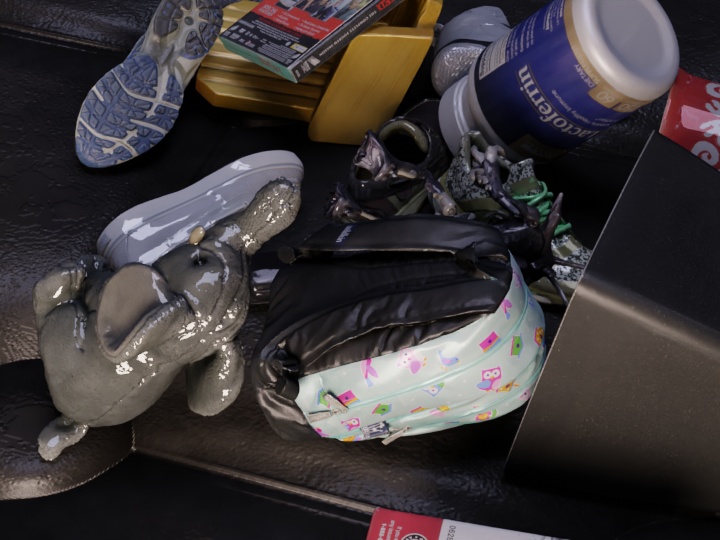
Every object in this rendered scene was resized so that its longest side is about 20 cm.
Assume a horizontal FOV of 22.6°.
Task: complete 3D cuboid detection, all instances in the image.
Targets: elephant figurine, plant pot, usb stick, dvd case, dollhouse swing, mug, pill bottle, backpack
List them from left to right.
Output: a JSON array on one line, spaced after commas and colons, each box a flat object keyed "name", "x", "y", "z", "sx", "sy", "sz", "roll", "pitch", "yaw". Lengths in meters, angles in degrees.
[{"name": "elephant figurine", "x": -0.137, "y": 0.034, "z": 1.284, "sx": 0.200, "sy": 0.156, "sz": 0.141, "roll": -11, "pitch": 5, "yaw": 41}, {"name": "dollhouse swing", "x": -0.035, "y": -0.237, "z": 1.660, "sx": 0.175, "sy": 0.182, "sz": 0.200, "roll": 22, "pitch": 39, "yaw": -9}, {"name": "dvd case", "x": -0.017, "y": -0.248, "z": 1.608, "sx": 0.200, "sy": 0.022, "sz": 0.146, "roll": -41, "pitch": 33, "yaw": -13}, {"name": "usb stick", "x": 0.000, "y": 0.000, "z": 1.462, "sx": 0.199, "sy": 0.033, "sz": 0.056, "roll": -4, "pitch": 32, "yaw": -8}, {"name": "backpack", "x": 0.033, "y": 0.045, "z": 1.309, "sx": 0.199, "sy": 0.127, "sz": 0.167, "roll": -13, "pitch": 43, "yaw": 19}, {"name": "pill bottle", "x": 0.163, "y": -0.159, "z": 1.527, "sx": 0.115, "sy": 0.200, "sz": 0.116, "roll": 19, "pitch": 57, "yaw": -32}, {"name": "plant pot", "x": 0.235, "y": 0.057, "z": 1.292, "sx": 0.177, "sy": 0.200, "sz": 0.200, "roll": 25, "pitch": 42, "yaw": 8}, {"name": "mug", "x": 0.352, "y": -0.099, "z": 1.523, "sx": 0.199, "sy": 0.134, "sz": 0.178, "roll": 15, "pitch": 56, "yaw": 9}]

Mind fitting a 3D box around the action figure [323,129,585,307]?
[{"name": "action figure", "x": 0.079, "y": -0.040, "z": 1.386, "sx": 0.199, "sy": 0.119, "sz": 0.102, "roll": 24, "pitch": 24, "yaw": -11}]

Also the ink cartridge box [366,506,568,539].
[{"name": "ink cartridge box", "x": 0.091, "y": 0.239, "z": 1.127, "sx": 0.199, "sy": 0.083, "sz": 0.147, "roll": 8, "pitch": 38, "yaw": 7}]

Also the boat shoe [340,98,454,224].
[{"name": "boat shoe", "x": 0.042, "y": -0.101, "z": 1.563, "sx": 0.073, "sy": 0.065, "sz": 0.200, "roll": 14, "pitch": 40, "yaw": 15}]

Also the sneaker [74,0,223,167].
[{"name": "sneaker", "x": -0.193, "y": -0.163, "z": 1.629, "sx": 0.077, "sy": 0.085, "sz": 0.200, "roll": 38, "pitch": 64, "yaw": -7}]

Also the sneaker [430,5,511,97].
[{"name": "sneaker", "x": 0.157, "y": -0.196, "z": 1.680, "sx": 0.199, "sy": 0.075, "sz": 0.115, "roll": 5, "pitch": 30, "yaw": -12}]

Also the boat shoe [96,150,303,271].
[{"name": "boat shoe", "x": -0.118, "y": -0.038, "z": 1.480, "sx": 0.200, "sy": 0.072, "sz": 0.069, "roll": -23, "pitch": 66, "yaw": -38}]

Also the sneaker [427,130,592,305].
[{"name": "sneaker", "x": 0.134, "y": -0.045, "z": 1.478, "sx": 0.077, "sy": 0.089, "sz": 0.200, "roll": -30, "pitch": 53, "yaw": -32}]
